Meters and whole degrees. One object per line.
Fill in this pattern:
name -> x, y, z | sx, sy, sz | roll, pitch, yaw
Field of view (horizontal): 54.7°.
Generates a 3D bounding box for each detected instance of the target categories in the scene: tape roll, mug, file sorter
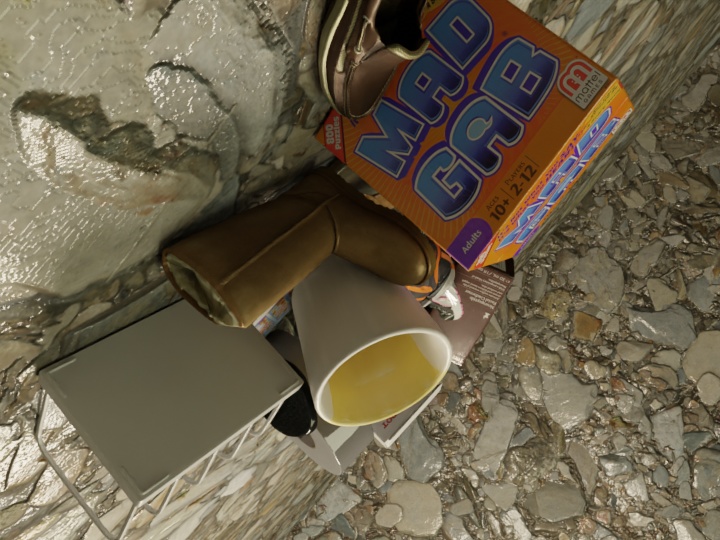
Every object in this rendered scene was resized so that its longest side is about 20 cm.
tape roll -> -0.074, 0.176, 0.933 | 0.066, 0.200, 0.201 | -42, 163, -22
mug -> -0.009, 0.070, 0.744 | 0.148, 0.154, 0.188 | 0, 134, -32
file sorter -> -0.184, 0.135, 0.665 | 0.199, 0.139, 0.125 | -30, 160, -48

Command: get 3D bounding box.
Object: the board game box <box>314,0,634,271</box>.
board game box -> 0.120, -0.147, 0.692 | 0.201, 0.200, 0.199 | -54, 163, 20

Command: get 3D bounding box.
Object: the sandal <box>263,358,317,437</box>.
sandal -> -0.097, 0.122, 0.775 | 0.048, 0.200, 0.076 | -8, 106, -36

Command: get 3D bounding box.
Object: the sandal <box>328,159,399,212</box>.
sandal -> 0.019, -0.068, 0.811 | 0.080, 0.054, 0.200 | -47, 144, -6

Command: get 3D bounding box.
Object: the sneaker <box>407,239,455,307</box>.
sneaker -> 0.026, 0.035, 0.870 | 0.200, 0.077, 0.112 | -49, 147, 1

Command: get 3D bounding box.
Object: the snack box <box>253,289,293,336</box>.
snack box -> -0.081, 0.013, 0.855 | 0.200, 0.024, 0.072 | -47, 165, -6

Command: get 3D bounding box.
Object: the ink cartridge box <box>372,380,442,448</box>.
ink cartridge box -> 0.023, 0.183, 1.212 | 0.146, 0.200, 0.086 | -44, 164, -13

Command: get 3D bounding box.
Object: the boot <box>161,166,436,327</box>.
boot -> -0.049, -0.003, 0.637 | 0.200, 0.174, 0.067 | -38, 155, -42

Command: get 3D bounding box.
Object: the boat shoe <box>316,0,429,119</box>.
boat shoe -> 0.015, -0.185, 0.539 | 0.074, 0.075, 0.203 | -29, 156, -23

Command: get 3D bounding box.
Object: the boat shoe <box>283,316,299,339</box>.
boat shoe -> -0.059, 0.070, 0.909 | 0.062, 0.075, 0.200 | -49, -176, -17

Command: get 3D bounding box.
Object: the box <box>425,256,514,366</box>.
box -> 0.172, 0.054, 1.184 | 0.075, 0.099, 0.201 | -74, -174, -58

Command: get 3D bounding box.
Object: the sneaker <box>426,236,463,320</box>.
sneaker -> 0.097, 0.014, 1.056 | 0.085, 0.081, 0.201 | -18, 141, 8
